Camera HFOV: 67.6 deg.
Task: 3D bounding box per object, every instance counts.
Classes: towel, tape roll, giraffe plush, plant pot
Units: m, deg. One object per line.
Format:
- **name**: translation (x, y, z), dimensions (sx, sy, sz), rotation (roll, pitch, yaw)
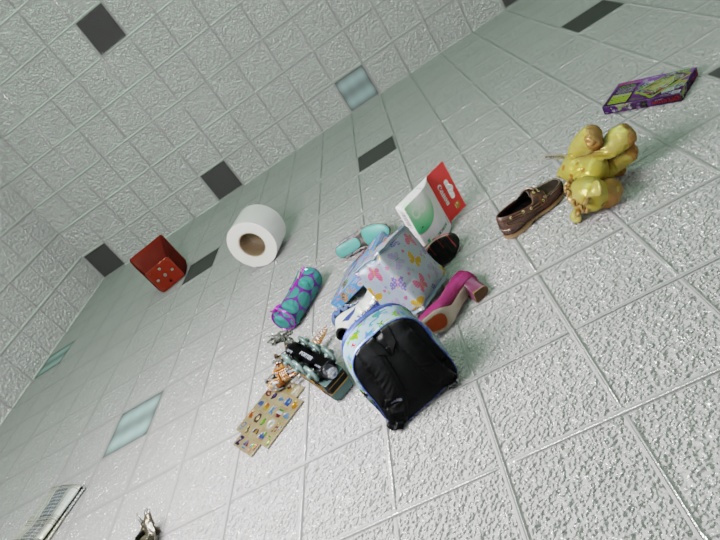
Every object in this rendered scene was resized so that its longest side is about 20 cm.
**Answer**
- **towel**: translation (-0.904, 0.707, 1.542), dimensions (0.191, 0.035, 0.201), rotation (-17, 34, 34)
- **tape roll**: translation (-0.403, -0.136, 2.092), dimensions (0.201, 0.203, 0.140), rotation (-23, 30, 25)
- **giraffe plush**: translation (0.505, -0.200, 1.169), dimensions (0.198, 0.173, 0.164), rotation (-11, 56, 23)
- **plant pot**: translation (-0.964, -0.013, 2.606), dimensions (0.200, 0.200, 0.176), rotation (-40, 38, -7)

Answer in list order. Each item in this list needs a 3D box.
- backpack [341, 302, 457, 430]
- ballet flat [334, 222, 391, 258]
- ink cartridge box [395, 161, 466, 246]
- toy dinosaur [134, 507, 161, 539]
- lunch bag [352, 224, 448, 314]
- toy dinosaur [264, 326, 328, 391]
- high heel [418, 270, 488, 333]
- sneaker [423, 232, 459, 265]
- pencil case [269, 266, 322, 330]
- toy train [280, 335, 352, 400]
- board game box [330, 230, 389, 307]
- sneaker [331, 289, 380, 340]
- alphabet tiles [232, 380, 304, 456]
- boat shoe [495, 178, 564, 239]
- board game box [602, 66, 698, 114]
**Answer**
- **backpack**: translation (0.062, 0.166, 1.044), dimensions (0.182, 0.201, 0.147), rotation (-38, 27, -1)
- **ballet flat**: translation (0.010, -0.103, 1.691), dimensions (0.199, 0.072, 0.072), rotation (-25, 29, 21)
- **ink cartridge box**: translation (0.204, -0.169, 1.449), dimensions (0.200, 0.162, 0.050), rotation (-44, 29, -15)
- **toy dinosaur**: translation (-0.471, 0.616, 1.141), dimensions (0.102, 0.077, 0.201), rotation (-28, 31, 43)
- **lunch bag**: translation (0.103, 0.002, 1.260), dimensions (0.127, 0.170, 0.200), rotation (-37, 6, 43)
- **toy dinosaur**: translation (-0.165, 0.224, 1.383), dimensions (0.198, 0.103, 0.136), rotation (-24, 36, -24)
- **high heel**: translation (0.182, 0.072, 1.196), dimensions (0.199, 0.068, 0.096), rotation (-28, 34, -15)
- **sneaker**: translation (0.163, -0.036, 1.386), dimensions (0.199, 0.074, 0.087), rotation (-38, 25, -2)
- **pencil case**: translation (-0.190, 0.080, 1.610), dimensions (0.084, 0.093, 0.201), rotation (-13, 36, 38)
- **toy train**: translation (-0.104, 0.225, 1.241), dimensions (0.085, 0.114, 0.199), rotation (-46, 31, -21)
- **board game box**: translation (0.000, 0.000, 1.484), dimensions (0.200, 0.036, 0.152), rotation (-47, 13, 45)
- **sneaker**: translation (0.012, 0.119, 1.330), dimensions (0.198, 0.081, 0.116), rotation (-34, 30, 20)
- **alphabet tiles**: translation (-0.223, 0.354, 1.309), dimensions (0.166, 0.006, 0.200), rotation (1, 46, 52)
- **boat shoe**: translation (0.410, -0.162, 1.293), dimensions (0.200, 0.071, 0.070), rotation (-41, 26, -11)
- **board game box**: translation (0.754, -0.468, 1.408), dimensions (0.199, 0.032, 0.120), rotation (6, 54, 53)
